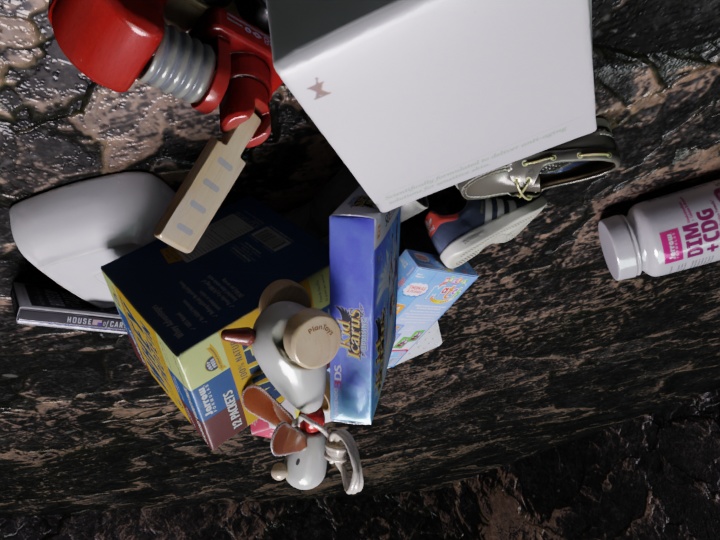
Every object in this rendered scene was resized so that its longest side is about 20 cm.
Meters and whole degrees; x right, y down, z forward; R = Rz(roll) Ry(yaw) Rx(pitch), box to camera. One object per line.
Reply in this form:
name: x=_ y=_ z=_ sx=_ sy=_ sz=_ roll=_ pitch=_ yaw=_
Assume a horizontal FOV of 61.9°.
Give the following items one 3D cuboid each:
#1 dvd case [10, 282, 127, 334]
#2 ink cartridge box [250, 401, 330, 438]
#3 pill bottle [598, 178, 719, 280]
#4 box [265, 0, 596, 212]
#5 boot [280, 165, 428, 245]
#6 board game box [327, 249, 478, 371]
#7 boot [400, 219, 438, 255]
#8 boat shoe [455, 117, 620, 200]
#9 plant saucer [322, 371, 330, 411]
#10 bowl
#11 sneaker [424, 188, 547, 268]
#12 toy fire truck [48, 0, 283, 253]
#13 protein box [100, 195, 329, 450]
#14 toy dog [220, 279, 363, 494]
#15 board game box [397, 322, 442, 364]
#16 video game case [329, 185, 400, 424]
dvd case: x=-0.364 y=0.055 z=0.824 sx=0.198 sy=0.025 sz=0.150 roll=12 pitch=-176 yaw=-35
ink cartridge box: x=-0.120 y=0.234 z=1.191 sx=0.197 sy=0.147 sz=0.083 roll=-19 pitch=152 yaw=17
pill bottle: x=0.469 y=-0.058 z=0.893 sx=0.197 sy=0.115 sz=0.114 roll=-17 pitch=151 yaw=12
box: x=0.055 y=-0.188 z=0.454 sx=0.196 sy=0.174 sz=0.200 roll=-19 pitch=151 yaw=15
boot: x=0.002 y=-0.043 z=0.750 sx=0.198 sy=0.073 sz=0.183 roll=-28 pitch=109 yaw=25
board game box: x=0.053 y=0.060 z=0.826 sx=0.150 sy=0.037 sz=0.200 roll=7 pitch=131 yaw=-49
boot: x=-0.001 y=0.000 z=0.882 sx=0.163 sy=0.066 sz=0.200 roll=26 pitch=131 yaw=-30
boat shoe: x=0.215 y=-0.126 z=0.741 sx=0.198 sy=0.061 sz=0.072 roll=-17 pitch=151 yaw=11
plant saucer: x=-0.105 y=0.124 z=0.891 sx=0.035 sy=0.199 sz=0.201 roll=-43 pitch=160 yaw=-21
bowl: x=-0.300 y=-0.022 z=0.744 sx=0.197 sy=0.076 sz=0.200 roll=-15 pitch=152 yaw=5
sneaker: x=0.169 y=-0.080 z=0.811 sx=0.198 sy=0.085 sz=0.075 roll=-23 pitch=159 yaw=-33
toy fire truck: x=-0.141 y=-0.138 z=0.450 sx=0.174 sy=0.203 sz=0.128 roll=17 pitch=141 yaw=-41
protein box: x=-0.144 y=0.044 z=0.675 sx=0.199 sy=0.198 sz=0.137 roll=-31 pitch=133 yaw=-28
toy dog: x=-0.074 y=0.111 z=0.543 sx=0.095 sy=0.204 sz=0.131 roll=-8 pitch=178 yaw=-25
board game box: x=0.025 y=0.103 z=0.942 sx=0.197 sy=0.026 sz=0.201 roll=-23 pitch=146 yaw=0
video game case: x=0.009 y=0.021 z=0.618 sx=0.045 sy=0.182 sz=0.204 roll=4 pitch=109 yaw=11
